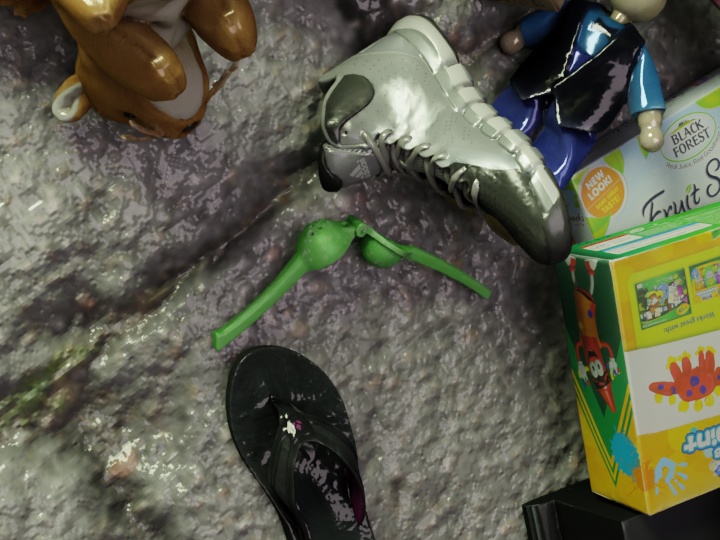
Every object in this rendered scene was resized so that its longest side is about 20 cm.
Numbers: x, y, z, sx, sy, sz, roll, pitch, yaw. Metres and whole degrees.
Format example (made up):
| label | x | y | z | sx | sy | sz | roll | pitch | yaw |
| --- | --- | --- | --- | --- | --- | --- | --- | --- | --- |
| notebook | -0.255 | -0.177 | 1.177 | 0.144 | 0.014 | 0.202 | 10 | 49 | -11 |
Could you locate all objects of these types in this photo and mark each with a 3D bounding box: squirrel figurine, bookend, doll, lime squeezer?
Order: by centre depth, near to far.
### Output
| label | x | y | z | sx | sy | sz | roll | pitch | yaw |
| --- | --- | --- | --- | --- | --- | --- | --- | --- | --- |
| squirrel figurine | -0.142 | -0.166 | 0.779 | 0.199 | 0.187 | 0.142 | 38 | 67 | 13 |
| lime squeezer | 0.000 | 0.000 | 0.909 | 0.197 | 0.038 | 0.072 | -10 | 96 | -25 |
| doll | 0.138 | -0.113 | 0.933 | 0.201 | 0.136 | 0.048 | -55 | 155 | -4 |
| bookend | 0.246 | 0.182 | 0.941 | 0.196 | 0.199 | 0.094 | -16 | 98 | -24 |

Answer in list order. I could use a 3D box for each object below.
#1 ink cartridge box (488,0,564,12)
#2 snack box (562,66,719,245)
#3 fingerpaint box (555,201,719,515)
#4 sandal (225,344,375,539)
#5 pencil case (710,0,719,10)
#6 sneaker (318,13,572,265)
| label | x | y | z | sx | sy | sz | roll | pitch | yaw |
| --- | --- | --- | --- | --- | --- | --- | --- | --- | --- |
| ink cartridge box | 0.096 | -0.286 | 0.879 | 0.164 | 0.074 | 0.203 | 27 | 80 | -60 |
| snack box | 0.235 | -0.048 | 1.008 | 0.199 | 0.053 | 0.144 | -31 | 103 | -20 |
| fingerpaint box | 0.238 | 0.046 | 0.947 | 0.198 | 0.073 | 0.169 | -17 | 102 | -22 |
| sandal | -0.023 | 0.139 | 0.896 | 0.075 | 0.048 | 0.203 | -25 | 102 | -22 |
| pencil case | 0.237 | -0.207 | 0.926 | 0.199 | 0.090 | 0.094 | 39 | 70 | -25 |
| sneaker | 0.037 | -0.060 | 0.872 | 0.114 | 0.201 | 0.075 | -27 | 147 | -11 |
